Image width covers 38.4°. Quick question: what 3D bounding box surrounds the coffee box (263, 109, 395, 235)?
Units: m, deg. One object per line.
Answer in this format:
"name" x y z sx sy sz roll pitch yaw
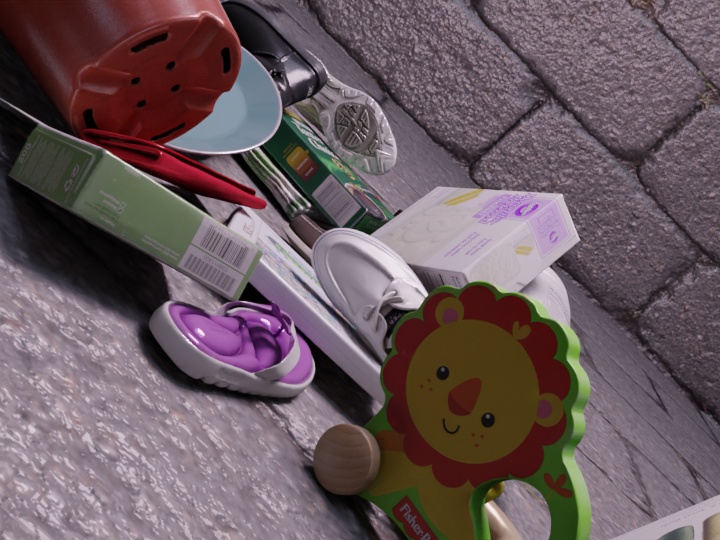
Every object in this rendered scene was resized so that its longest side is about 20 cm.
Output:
"coffee box" -0.043 -0.111 1.191 0.200 0.044 0.123 48 11 24

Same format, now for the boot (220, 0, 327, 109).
"boot" -0.153 -0.217 1.125 0.164 0.066 0.200 35 44 15

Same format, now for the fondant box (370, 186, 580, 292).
"fondant box" 0.100 -0.024 1.049 0.200 0.144 0.059 12 -47 55

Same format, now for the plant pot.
"plant pot" -0.203 -0.213 0.826 0.196 0.200 0.201 57 16 20

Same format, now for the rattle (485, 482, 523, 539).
"rattle" 0.130 0.182 0.783 0.200 0.143 0.130 38 -5 -7

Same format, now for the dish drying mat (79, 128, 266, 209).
"dish drying mat" -0.147 -0.081 0.849 0.076 0.018 0.200 13 -2 18

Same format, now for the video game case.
"video game case" -0.042 0.026 0.899 0.200 0.024 0.182 44 5 -9

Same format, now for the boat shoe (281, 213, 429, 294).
"boat shoe" 0.000 0.000 1.013 0.200 0.060 0.072 41 -2 34

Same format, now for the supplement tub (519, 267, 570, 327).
"supplement tub" 0.140 0.083 1.017 0.132 0.132 0.200 43 28 -12

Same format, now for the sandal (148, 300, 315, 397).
"sandal" -0.072 0.048 0.732 0.083 0.050 0.202 50 13 15

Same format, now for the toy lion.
"toy lion" 0.077 0.116 0.678 0.200 0.192 0.069 53 15 27

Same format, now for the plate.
"plate" -0.173 -0.177 1.008 0.199 0.026 0.201 17 44 -17

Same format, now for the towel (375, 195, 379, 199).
"towel" 0.000 -0.073 1.382 0.200 0.022 0.145 24 27 -54

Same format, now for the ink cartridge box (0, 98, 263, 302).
"ink cartridge box" -0.177 -0.054 0.724 0.199 0.048 0.145 24 -7 47

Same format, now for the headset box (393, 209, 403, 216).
"headset box" 0.088 0.034 1.216 0.149 0.077 0.200 40 13 -23

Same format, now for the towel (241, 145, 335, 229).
"towel" -0.107 -0.126 1.213 0.200 0.031 0.149 47 11 15

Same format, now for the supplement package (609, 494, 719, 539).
"supplement package" 0.268 0.279 0.795 0.151 0.151 0.200 65 16 8

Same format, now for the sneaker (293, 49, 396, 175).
"sneaker" -0.024 -0.192 1.274 0.200 0.078 0.099 48 4 13

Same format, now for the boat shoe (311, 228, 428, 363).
"boat shoe" 0.035 0.041 0.851 0.200 0.074 0.065 44 1 5
